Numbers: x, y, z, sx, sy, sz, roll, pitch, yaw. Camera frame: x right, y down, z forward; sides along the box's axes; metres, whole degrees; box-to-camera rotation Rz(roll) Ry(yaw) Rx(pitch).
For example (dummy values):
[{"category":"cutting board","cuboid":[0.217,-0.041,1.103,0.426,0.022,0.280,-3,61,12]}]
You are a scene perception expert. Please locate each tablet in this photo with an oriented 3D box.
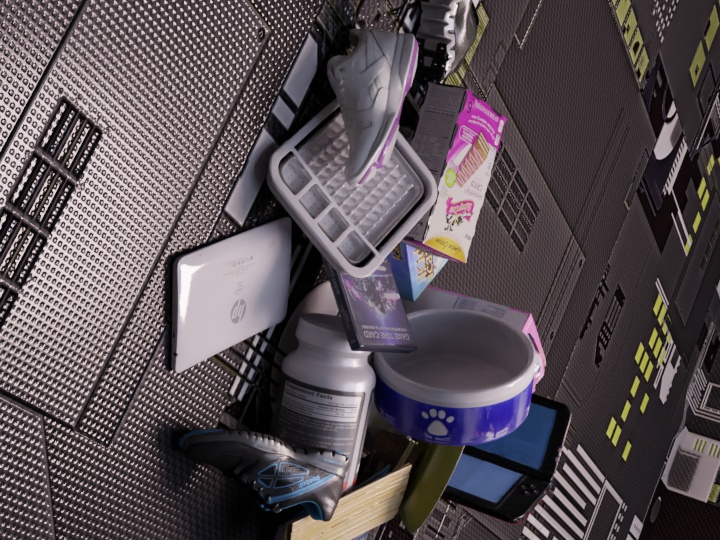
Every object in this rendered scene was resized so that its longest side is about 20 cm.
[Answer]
[{"category":"tablet","cuboid":[-0.137,0.024,1.340,0.200,0.014,0.131,-25,126,-53]}]

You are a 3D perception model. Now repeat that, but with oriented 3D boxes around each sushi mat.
[{"category":"sushi mat","cuboid":[-0.018,0.296,1.464,0.200,0.012,0.096,-18,134,-42]}]

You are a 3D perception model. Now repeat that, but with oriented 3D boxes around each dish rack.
[{"category":"dish rack","cuboid":[-0.013,-0.097,1.399,0.172,0.043,0.200,50,51,-9]}]

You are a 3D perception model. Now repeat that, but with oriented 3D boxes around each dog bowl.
[{"category":"dog bowl","cuboid":[0.115,0.129,1.521,0.200,0.199,0.079,-35,134,-48]}]

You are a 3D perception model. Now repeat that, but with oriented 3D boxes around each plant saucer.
[{"category":"plant saucer","cuboid":[0.093,0.242,1.590,0.200,0.031,0.201,-90,-154,-85]}]

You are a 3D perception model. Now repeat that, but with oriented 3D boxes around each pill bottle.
[{"category":"pill bottle","cuboid":[-0.045,0.160,1.462,0.116,0.115,0.201,-3,107,-59]}]

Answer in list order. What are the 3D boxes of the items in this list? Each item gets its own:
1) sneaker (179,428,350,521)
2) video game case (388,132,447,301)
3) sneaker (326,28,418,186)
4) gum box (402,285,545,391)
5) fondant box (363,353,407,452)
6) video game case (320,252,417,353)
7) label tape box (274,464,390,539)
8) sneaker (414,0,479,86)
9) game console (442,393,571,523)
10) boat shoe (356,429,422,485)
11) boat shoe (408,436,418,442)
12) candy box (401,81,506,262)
[{"category":"sneaker","cuboid":[-0.105,0.222,1.345,0.199,0.073,0.082,16,78,-21]},{"category":"video game case","cuboid":[0.090,-0.091,1.644,0.181,0.045,0.201,-47,141,-37]},{"category":"sneaker","cuboid":[0.000,-0.186,1.386,0.075,0.099,0.201,105,0,-66]},{"category":"gum box","cuboid":[0.154,0.094,1.684,0.066,0.199,0.114,-58,145,-25]},{"category":"fondant box","cuboid":[0.026,0.147,1.638,0.145,0.058,0.200,-62,150,-20]},{"category":"video game case","cuboid":[0.000,0.000,1.445,0.143,0.019,0.201,9,61,-61]},{"category":"label tape box","cuboid":[-0.048,0.335,1.555,0.143,0.066,0.201,-23,136,-53]},{"category":"sneaker","cuboid":[0.115,-0.334,1.551,0.090,0.066,0.201,-19,124,-59]},{"category":"game console","cuboid":[0.188,0.261,1.829,0.172,0.199,0.119,-33,131,-49]},{"category":"boat shoe","cuboid":[0.010,0.274,1.636,0.203,0.075,0.075,-57,180,41]},{"category":"boat shoe","cuboid":[0.120,0.198,1.726,0.075,0.066,0.200,-62,-179,-40]},{"category":"candy box","cuboid":[0.111,-0.122,1.556,0.136,0.061,0.201,19,87,-60]}]
